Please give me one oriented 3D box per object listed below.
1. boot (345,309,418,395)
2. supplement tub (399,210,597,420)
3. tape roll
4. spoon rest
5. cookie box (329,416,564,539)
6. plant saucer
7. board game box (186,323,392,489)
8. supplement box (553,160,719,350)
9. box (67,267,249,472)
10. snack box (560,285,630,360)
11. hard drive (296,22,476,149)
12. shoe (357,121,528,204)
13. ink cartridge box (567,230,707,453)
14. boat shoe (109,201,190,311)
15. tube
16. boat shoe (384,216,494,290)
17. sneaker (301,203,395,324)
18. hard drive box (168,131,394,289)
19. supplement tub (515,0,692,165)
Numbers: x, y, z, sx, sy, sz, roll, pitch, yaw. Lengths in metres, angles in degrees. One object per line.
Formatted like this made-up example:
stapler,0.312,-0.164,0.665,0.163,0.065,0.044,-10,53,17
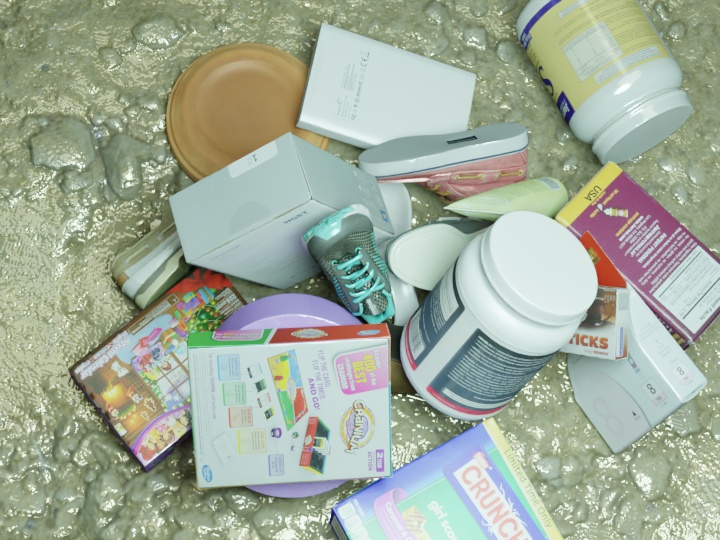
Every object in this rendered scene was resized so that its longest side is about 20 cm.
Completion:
boot,0.052,0.108,1.377,0.198,0.076,0.074,21,40,-10
supplement tub,0.138,0.048,1.281,0.139,0.200,0.142,16,49,-19
tape roll,-0.070,0.129,1.295,0.197,0.066,0.203,-2,108,-5
spoon rest,0.025,-0.029,1.420,0.098,0.061,0.202,-17,74,-11
cookie box,0.093,0.279,1.308,0.198,0.075,0.172,-27,74,-15
plant saucer,-0.131,-0.181,1.472,0.197,0.038,0.203,2,71,-5
board game box,-0.068,0.134,1.241,0.197,0.040,0.155,-2,108,-4
supplement box,0.305,-0.002,1.399,0.200,0.131,0.103,44,71,9
box,-0.197,0.101,1.363,0.199,0.039,0.137,-39,79,-17
snack box,0.203,0.048,1.341,0.024,0.199,0.073,-3,96,-38
hard drive,0.032,-0.201,1.479,0.198,0.026,0.134,17,69,-12
shoe,0.098,-0.105,1.430,0.197,0.092,0.072,-11,27,-6
ink cartridge box,0.261,0.081,1.349,0.057,0.163,0.201,-34,77,-27
boat shoe,-0.195,-0.049,1.396,0.068,0.075,0.200,41,76,10
tube,0.165,-0.070,1.350,0.058,0.199,0.052,-40,76,26
boat shoe,0.095,-0.023,1.387,0.198,0.061,0.074,-9,107,-39
sneaker,0.000,0.000,1.277,0.077,0.200,0.092,-31,70,2
hard drive box,-0.078,-0.056,1.319,0.155,0.200,0.078,-25,72,20
supplement tub,0.287,-0.241,1.476,0.144,0.146,0.202,-23,74,-13
